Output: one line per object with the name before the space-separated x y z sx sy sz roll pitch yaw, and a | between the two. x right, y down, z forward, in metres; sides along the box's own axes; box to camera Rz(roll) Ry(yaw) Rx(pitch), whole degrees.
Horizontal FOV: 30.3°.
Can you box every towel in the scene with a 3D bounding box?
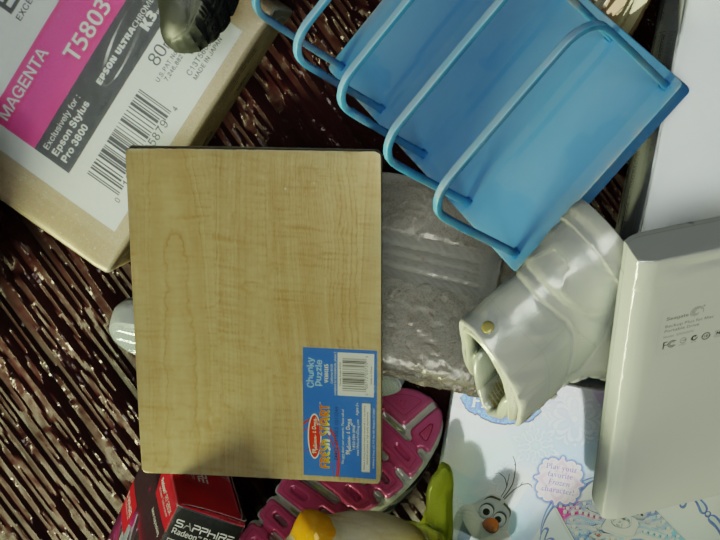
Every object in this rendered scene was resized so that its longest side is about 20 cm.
towel | 0.000 0.000 0.830 0.197 0.035 0.134 10 63 4

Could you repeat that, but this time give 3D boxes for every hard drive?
hard drive | 0.202 0.054 0.747 0.130 0.026 0.202 -11 132 -10

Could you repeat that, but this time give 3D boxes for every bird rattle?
bird rattle | -0.004 0.206 0.806 0.162 0.113 0.201 19 118 -32

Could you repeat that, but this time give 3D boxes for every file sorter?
file sorter | 0.052 -0.125 0.748 0.139 0.122 0.200 -49 58 14

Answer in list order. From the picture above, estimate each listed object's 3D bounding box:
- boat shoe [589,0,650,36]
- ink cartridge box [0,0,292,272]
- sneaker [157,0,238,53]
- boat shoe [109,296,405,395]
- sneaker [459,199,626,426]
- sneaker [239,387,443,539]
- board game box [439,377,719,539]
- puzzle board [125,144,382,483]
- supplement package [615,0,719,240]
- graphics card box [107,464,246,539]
boat shoe | 0.134 -0.156 0.809 0.064 0.071 0.202 26 101 1
ink cartridge box | -0.165 -0.128 0.842 0.164 0.075 0.201 34 101 -1
sneaker | -0.111 -0.218 0.766 0.090 0.076 0.202 -1 72 1
boat shoe | -0.063 0.037 0.868 0.197 0.072 0.063 9 62 6
sneaker | 0.116 0.044 0.783 0.115 0.200 0.074 -42 58 0
sneaker | -0.018 0.163 0.874 0.073 0.088 0.200 36 77 24
board game box | 0.145 0.170 0.869 0.197 0.043 0.202 9 100 5
puzzle board | -0.060 0.027 0.786 0.149 0.017 0.203 2 106 7
supplement package | 0.249 -0.099 0.786 0.154 0.111 0.203 10 100 4
graphics card box | -0.142 0.213 0.862 0.050 0.126 0.202 20 102 -20
